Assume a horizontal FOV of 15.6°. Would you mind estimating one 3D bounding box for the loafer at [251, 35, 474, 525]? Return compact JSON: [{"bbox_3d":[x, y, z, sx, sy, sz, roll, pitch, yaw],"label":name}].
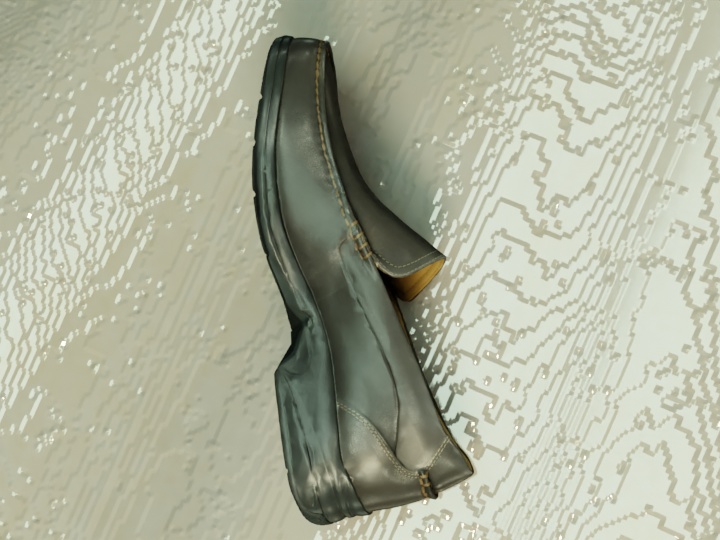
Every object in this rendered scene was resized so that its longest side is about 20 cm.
[{"bbox_3d":[0.000,0.000,1.070,0.072,0.073,0.200,-9,86,9],"label":"loafer"}]
